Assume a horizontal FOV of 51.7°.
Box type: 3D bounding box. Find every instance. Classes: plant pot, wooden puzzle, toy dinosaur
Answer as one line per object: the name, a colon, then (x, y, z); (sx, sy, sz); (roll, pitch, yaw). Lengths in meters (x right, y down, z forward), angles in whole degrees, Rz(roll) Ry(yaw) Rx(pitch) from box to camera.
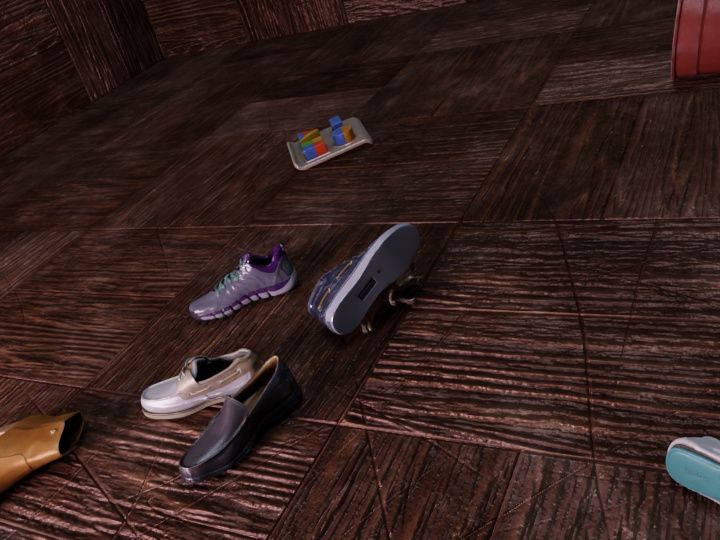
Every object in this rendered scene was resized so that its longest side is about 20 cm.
plant pot: (0.738, -0.483, 1.485); (0.192, 0.204, 0.201); (9, 38, 26)
wooden puzzle: (-0.081, -0.322, 1.809); (0.197, 0.047, 0.186); (-20, 29, -2)
toy dinosaur: (0.042, 0.014, 1.170); (0.099, 0.059, 0.201); (-9, 31, 19)

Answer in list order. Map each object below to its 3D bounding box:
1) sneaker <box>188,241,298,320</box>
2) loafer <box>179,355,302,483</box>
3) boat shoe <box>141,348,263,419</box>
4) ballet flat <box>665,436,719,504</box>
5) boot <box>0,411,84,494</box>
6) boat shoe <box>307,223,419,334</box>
sneaker: (-0.211, 0.014, 1.282); (0.197, 0.089, 0.075); (-21, 29, -5)
loafer: (-0.164, 0.192, 0.977); (0.072, 0.073, 0.200); (12, 42, 40)
boat shoe: (-0.231, 0.158, 1.074); (0.196, 0.069, 0.075); (-15, 29, 7)
ballet flat: (0.374, 0.204, 0.671); (0.069, 0.070, 0.199); (-29, 30, -19)
boot: (-0.480, 0.267, 1.030); (0.141, 0.072, 0.202); (-13, 25, 15)
boat shoe: (0.000, 0.000, 1.125); (0.201, 0.071, 0.090); (-49, 35, -12)
